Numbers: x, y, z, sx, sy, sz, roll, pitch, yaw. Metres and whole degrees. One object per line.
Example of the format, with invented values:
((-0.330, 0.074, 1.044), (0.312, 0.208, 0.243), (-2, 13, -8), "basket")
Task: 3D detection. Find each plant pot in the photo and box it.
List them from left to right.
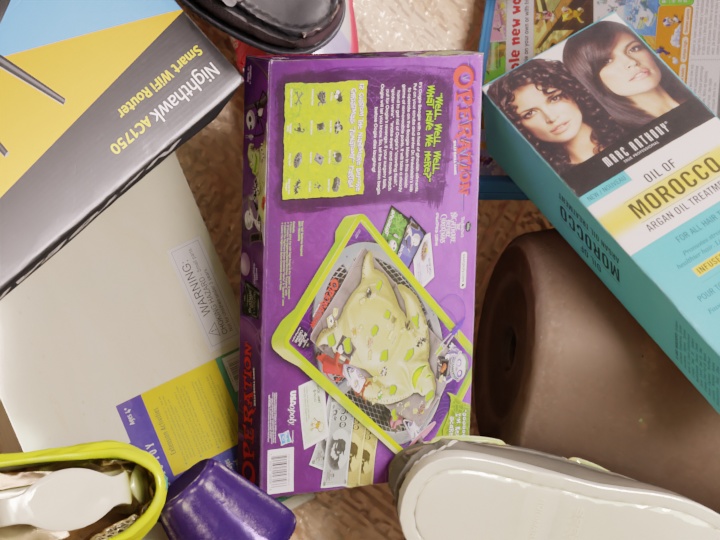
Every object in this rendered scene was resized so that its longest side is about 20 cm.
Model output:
((0.152, 0.050, 1.284), (0.173, 0.200, 0.202), (6, 77, -13), "plant pot")

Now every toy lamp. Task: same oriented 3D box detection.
((-0.015, 0.169, 1.182), (0.200, 0.058, 0.058), (50, 60, -9), "toy lamp")

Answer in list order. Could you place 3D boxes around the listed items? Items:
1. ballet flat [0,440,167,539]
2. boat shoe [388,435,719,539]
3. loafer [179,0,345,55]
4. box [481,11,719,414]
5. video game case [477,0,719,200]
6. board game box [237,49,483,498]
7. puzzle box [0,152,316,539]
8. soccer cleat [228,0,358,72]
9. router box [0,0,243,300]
((-0.173, 0.107, 1.106), (0.199, 0.067, 0.067), (-10, 88, -23), "ballet flat")
((0.107, 0.124, 1.219), (0.200, 0.060, 0.073), (19, 98, -14), "boat shoe")
((-0.082, -0.182, 1.208), (0.072, 0.063, 0.200), (-41, 86, -12), "loafer")
((0.143, -0.028, 1.210), (0.082, 0.049, 0.200), (-30, 55, -14), "box")
((0.155, -0.096, 1.298), (0.018, 0.198, 0.144), (72, 24, -55), "video game case")
((0.000, 0.000, 1.213), (0.119, 0.032, 0.202), (-3, 100, -29), "board game box")
((-0.113, 0.041, 1.199), (0.133, 0.025, 0.201), (-25, 95, -33), "puzzle box")
((-0.030, -0.091, 1.260), (0.076, 0.067, 0.202), (-2, 84, -8), "soccer cleat")
((-0.172, -0.072, 1.139), (0.149, 0.051, 0.200), (47, 65, 0), "router box")
